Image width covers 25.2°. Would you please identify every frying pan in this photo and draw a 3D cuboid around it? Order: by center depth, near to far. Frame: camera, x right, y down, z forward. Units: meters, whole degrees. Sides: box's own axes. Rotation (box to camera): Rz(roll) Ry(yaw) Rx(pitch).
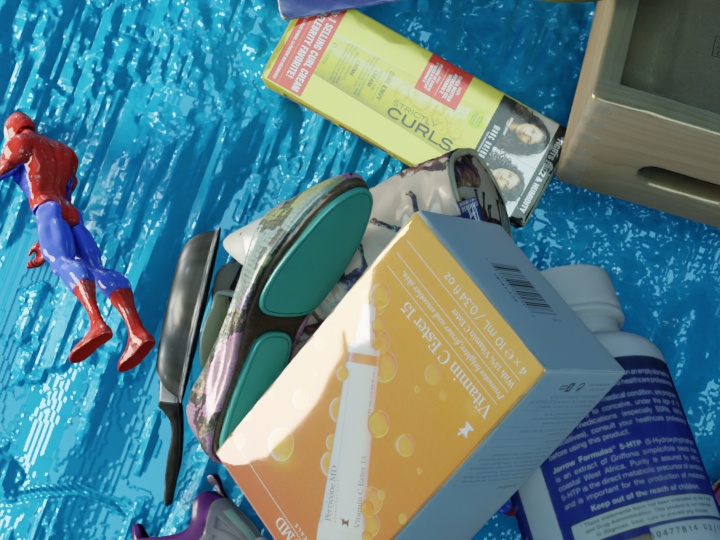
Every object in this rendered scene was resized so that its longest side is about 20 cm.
[{"bbox_3d":[-0.117,0.053,1.059,0.031,0.115,0.191,13,134,-4],"label":"frying pan"}]

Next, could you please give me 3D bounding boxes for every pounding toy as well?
[{"bbox_3d":[0.236,-0.097,1.020,0.198,0.142,0.185,17,64,1],"label":"pounding toy"}]

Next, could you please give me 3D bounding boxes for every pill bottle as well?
[{"bbox_3d":[0.142,0.105,0.983,0.119,0.120,0.201,-16,66,1],"label":"pill bottle"}]

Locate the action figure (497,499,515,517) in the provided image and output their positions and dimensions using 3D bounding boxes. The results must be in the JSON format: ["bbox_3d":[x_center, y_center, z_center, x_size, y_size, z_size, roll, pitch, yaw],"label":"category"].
[{"bbox_3d":[0.055,0.107,1.043,0.199,0.052,0.066,25,46,-7],"label":"action figure"}]

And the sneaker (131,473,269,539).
[{"bbox_3d":[-0.149,0.225,1.068,0.199,0.074,0.088,-37,70,-5],"label":"sneaker"}]

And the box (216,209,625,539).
[{"bbox_3d":[0.032,0.083,0.930,0.200,0.097,0.125,-51,61,21],"label":"box"}]

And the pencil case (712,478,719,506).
[{"bbox_3d":[0.301,0.123,1.044,0.200,0.091,0.094,-46,63,-2],"label":"pencil case"}]

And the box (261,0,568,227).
[{"bbox_3d":[0.038,-0.108,1.064,0.199,0.050,0.076,30,91,1],"label":"box"}]

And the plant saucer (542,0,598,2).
[{"bbox_3d":[0.127,-0.238,0.987,0.198,0.031,0.202,-2,62,3],"label":"plant saucer"}]

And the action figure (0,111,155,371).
[{"bbox_3d":[-0.211,-0.012,1.049,0.099,0.065,0.201,-38,59,23],"label":"action figure"}]

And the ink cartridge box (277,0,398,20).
[{"bbox_3d":[0.023,-0.278,1.043,0.198,0.041,0.202,-12,81,-8],"label":"ink cartridge box"}]

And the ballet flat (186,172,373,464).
[{"bbox_3d":[-0.061,0.020,0.980,0.071,0.069,0.201,36,109,37],"label":"ballet flat"}]

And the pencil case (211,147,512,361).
[{"bbox_3d":[0.000,0.000,1.027,0.199,0.078,0.090,-26,57,19],"label":"pencil case"}]
